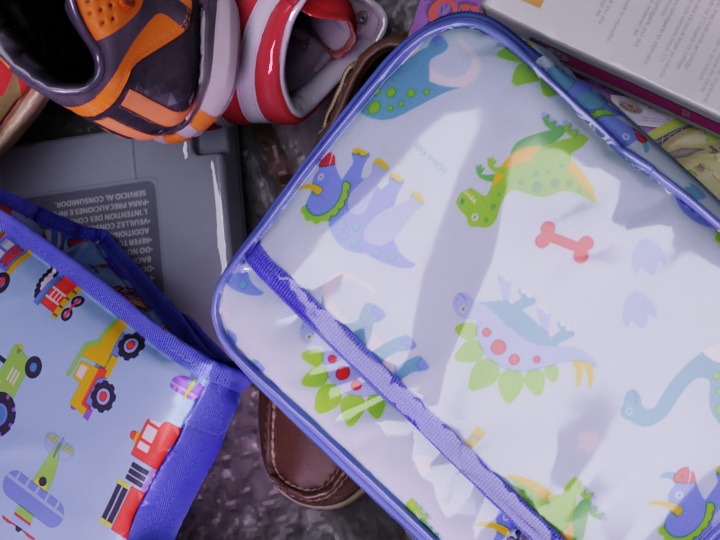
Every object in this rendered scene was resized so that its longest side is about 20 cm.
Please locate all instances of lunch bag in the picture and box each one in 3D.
[{"bbox_3d":[-0.125,0.069,0.784,0.200,0.094,0.151,36,99,50],"label":"lunch bag"},{"bbox_3d":[0.059,0.025,0.710,0.200,0.082,0.161,45,100,14],"label":"lunch bag"}]

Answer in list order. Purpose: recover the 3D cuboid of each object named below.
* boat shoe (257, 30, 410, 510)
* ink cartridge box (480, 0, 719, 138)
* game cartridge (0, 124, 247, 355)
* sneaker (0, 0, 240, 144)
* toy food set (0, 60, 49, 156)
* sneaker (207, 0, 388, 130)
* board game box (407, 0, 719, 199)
[{"bbox_3d":[-0.006,-0.002,0.841,0.075,0.075,0.202,13,90,19],"label":"boat shoe"},{"bbox_3d":[0.152,-0.090,0.737,0.200,0.037,0.095,26,83,13],"label":"ink cartridge box"},{"bbox_3d":[-0.142,0.011,0.908,0.200,0.042,0.133,-7,88,18],"label":"game cartridge"},{"bbox_3d":[-0.102,-0.152,0.783,0.078,0.112,0.200,-18,73,29],"label":"sneaker"},{"bbox_3d":[-0.192,-0.121,0.896,0.200,0.049,0.198,4,75,41],"label":"toy food set"},{"bbox_3d":[-0.040,-0.153,0.853,0.112,0.071,0.200,7,85,30],"label":"sneaker"},{"bbox_3d":[0.102,-0.029,0.767,0.200,0.032,0.120,16,84,15],"label":"board game box"}]
